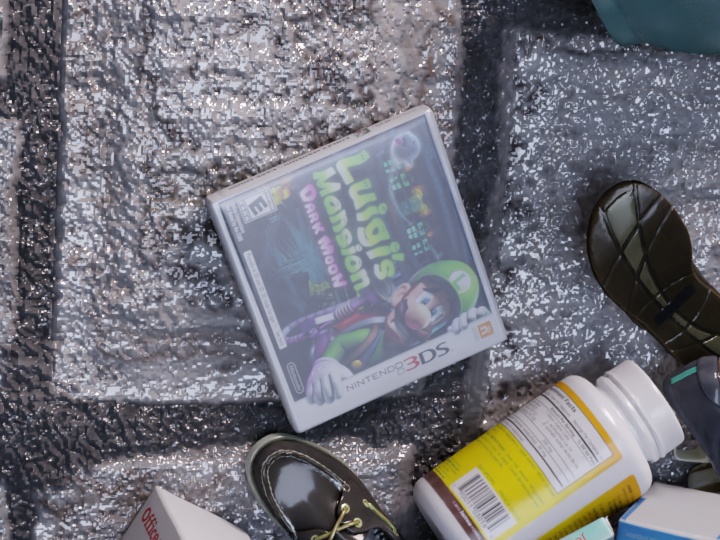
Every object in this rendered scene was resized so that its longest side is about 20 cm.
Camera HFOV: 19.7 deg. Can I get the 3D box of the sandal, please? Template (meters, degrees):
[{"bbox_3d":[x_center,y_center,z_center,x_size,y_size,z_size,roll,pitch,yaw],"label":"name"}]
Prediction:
[{"bbox_3d":[0.232,0.001,1.620,0.082,0.055,0.200,-43,128,4],"label":"sandal"}]

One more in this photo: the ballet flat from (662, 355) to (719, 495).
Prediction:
[{"bbox_3d":[0.291,0.150,1.675,0.073,0.073,0.200,-31,124,-7],"label":"ballet flat"}]

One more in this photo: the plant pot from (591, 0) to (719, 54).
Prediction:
[{"bbox_3d":[0.226,-0.238,1.483,0.134,0.200,0.200,-19,113,18],"label":"plant pot"}]

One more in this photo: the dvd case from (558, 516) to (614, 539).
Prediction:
[{"bbox_3d":[0.133,0.270,1.617,0.146,0.022,0.200,-26,152,-9],"label":"dvd case"}]

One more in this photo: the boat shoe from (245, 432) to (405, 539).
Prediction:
[{"bbox_3d":[-0.009,0.203,1.593,0.072,0.061,0.201,-44,114,-2],"label":"boat shoe"}]

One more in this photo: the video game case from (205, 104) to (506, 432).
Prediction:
[{"bbox_3d":[0.000,0.000,1.557,0.182,0.023,0.200,-24,111,-10],"label":"video game case"}]

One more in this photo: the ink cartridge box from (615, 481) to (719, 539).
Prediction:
[{"bbox_3d":[0.238,0.281,1.608,0.085,0.145,0.200,10,99,18],"label":"ink cartridge box"}]

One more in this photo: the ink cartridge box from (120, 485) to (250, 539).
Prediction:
[{"bbox_3d":[-0.157,0.280,1.522,0.086,0.146,0.200,30,95,-21],"label":"ink cartridge box"}]

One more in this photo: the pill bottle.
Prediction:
[{"bbox_3d":[0.148,0.156,1.604,0.200,0.109,0.109,-34,113,-5],"label":"pill bottle"}]
